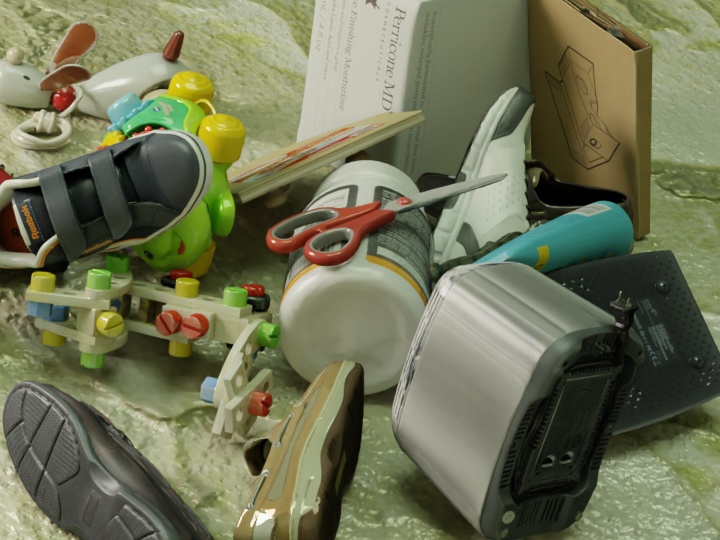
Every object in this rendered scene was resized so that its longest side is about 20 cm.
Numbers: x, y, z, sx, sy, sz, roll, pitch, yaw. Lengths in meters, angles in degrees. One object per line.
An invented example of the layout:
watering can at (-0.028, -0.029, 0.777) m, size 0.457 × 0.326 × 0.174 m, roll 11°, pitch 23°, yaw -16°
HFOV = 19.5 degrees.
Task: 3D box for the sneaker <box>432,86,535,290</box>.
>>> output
sneaker at (0.113, -0.061, 1.760) m, size 0.080 × 0.074 × 0.200 m, roll 21°, pitch 73°, yaw 2°

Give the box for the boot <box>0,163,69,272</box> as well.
boot at (-0.294, -0.066, 1.726) m, size 0.144 × 0.072 × 0.200 m, roll 1°, pitch 39°, yaw -15°

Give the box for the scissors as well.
scissors at (0.019, -0.050, 1.592) m, size 0.200 × 0.014 × 0.073 m, roll -28°, pitch 36°, yaw -33°

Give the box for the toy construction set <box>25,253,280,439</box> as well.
toy construction set at (-0.139, 0.045, 1.548) m, size 0.200 × 0.092 × 0.131 m, roll 27°, pitch 17°, yaw 18°

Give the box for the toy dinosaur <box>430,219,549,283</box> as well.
toy dinosaur at (0.101, 0.013, 1.657) m, size 0.047 × 0.088 × 0.200 m, roll 22°, pitch 23°, yaw 31°

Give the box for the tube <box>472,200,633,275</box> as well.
tube at (0.139, -0.014, 1.613) m, size 0.200 × 0.077 × 0.050 m, roll -17°, pitch 76°, yaw -50°

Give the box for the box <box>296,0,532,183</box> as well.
box at (0.063, -0.198, 1.911) m, size 0.131 × 0.199 × 0.200 m, roll 30°, pitch 36°, yaw 35°

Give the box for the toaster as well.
toaster at (0.106, 0.080, 1.448) m, size 0.114 × 0.200 × 0.129 m, roll -7°, pitch 33°, yaw -43°

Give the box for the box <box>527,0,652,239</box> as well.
box at (0.204, -0.147, 1.863) m, size 0.021 × 0.200 × 0.163 m, roll -23°, pitch 41°, yaw -22°

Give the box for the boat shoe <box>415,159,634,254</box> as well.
boat shoe at (0.145, -0.063, 1.827) m, size 0.200 × 0.073 × 0.075 m, roll 12°, pitch 30°, yaw 6°

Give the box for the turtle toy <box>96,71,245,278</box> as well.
turtle toy at (-0.158, -0.068, 1.676) m, size 0.101 × 0.146 × 0.200 m, roll 2°, pitch 30°, yaw -27°

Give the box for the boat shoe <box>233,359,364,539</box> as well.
boat shoe at (-0.045, 0.126, 1.466) m, size 0.076 × 0.072 × 0.200 m, roll 2°, pitch 29°, yaw 11°

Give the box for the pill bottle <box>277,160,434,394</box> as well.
pill bottle at (0.000, 0.000, 1.639) m, size 0.116 × 0.116 × 0.200 m, roll 9°, pitch 30°, yaw 0°

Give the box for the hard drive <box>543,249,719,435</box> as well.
hard drive at (0.179, 0.063, 1.592) m, size 0.200 × 0.042 × 0.135 m, roll -14°, pitch 73°, yaw -32°

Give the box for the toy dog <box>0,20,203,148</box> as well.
toy dog at (-0.233, -0.182, 1.909) m, size 0.200 × 0.096 × 0.132 m, roll -3°, pitch 32°, yaw -20°

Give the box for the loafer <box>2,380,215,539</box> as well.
loafer at (-0.169, 0.146, 1.408) m, size 0.063 × 0.072 × 0.200 m, roll 5°, pitch 30°, yaw -48°

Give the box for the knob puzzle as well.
knob puzzle at (-0.053, -0.086, 1.792) m, size 0.220 × 0.030 × 0.220 m, roll -22°, pitch 9°, yaw 4°

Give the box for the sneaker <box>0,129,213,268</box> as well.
sneaker at (-0.207, -0.047, 1.568) m, size 0.200 × 0.078 × 0.079 m, roll -23°, pitch -5°, yaw 23°
